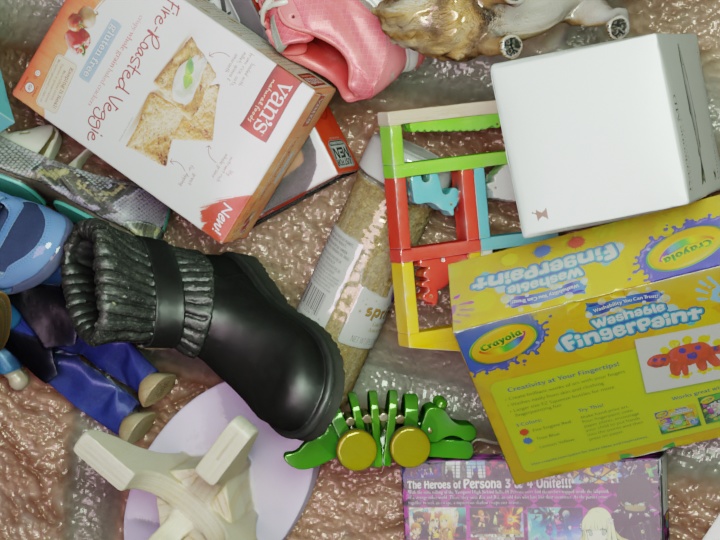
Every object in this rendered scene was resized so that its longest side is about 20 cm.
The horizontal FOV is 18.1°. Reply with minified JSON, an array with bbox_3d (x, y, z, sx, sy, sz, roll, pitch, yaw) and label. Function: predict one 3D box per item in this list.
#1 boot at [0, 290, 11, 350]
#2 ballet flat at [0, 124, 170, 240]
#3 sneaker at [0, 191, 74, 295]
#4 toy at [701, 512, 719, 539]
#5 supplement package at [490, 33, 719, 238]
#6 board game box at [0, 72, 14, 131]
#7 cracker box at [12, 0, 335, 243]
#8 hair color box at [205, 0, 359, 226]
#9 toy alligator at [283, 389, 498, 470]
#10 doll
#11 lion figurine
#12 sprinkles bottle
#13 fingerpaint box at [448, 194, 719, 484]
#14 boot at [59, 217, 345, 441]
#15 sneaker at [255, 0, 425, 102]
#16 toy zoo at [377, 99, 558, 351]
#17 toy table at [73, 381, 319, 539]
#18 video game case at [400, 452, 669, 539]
[{"bbox_3d":[-0.357,0.034,1.756,0.155,0.077,0.200,45,144,8],"label":"boot"},{"bbox_3d":[-0.234,-0.074,1.750,0.200,0.072,0.072,23,101,13],"label":"ballet flat"},{"bbox_3d":[-0.304,-0.037,1.722,0.199,0.082,0.074,11,65,36],"label":"sneaker"},{"bbox_3d":[0.342,0.149,1.605,0.115,0.047,0.200,34,100,14],"label":"toy"},{"bbox_3d":[0.174,-0.096,1.549,0.117,0.200,0.118,-10,93,17],"label":"supplement package"},{"bbox_3d":[-0.355,-0.161,1.730,0.151,0.047,0.201,-30,56,17],"label":"board game box"},{"bbox_3d":[-0.137,-0.130,1.648,0.200,0.058,0.134,34,104,10],"label":"cracker box"},{"bbox_3d":[-0.093,-0.141,1.696,0.101,0.061,0.201,-28,88,16],"label":"hair color box"},{"bbox_3d":[0.041,0.114,1.669,0.199,0.059,0.055,-3,96,-5],"label":"toy alligator"},{"bbox_3d":[-0.238,0.047,1.762,0.200,0.048,0.137,34,115,13],"label":"doll"},{"bbox_3d":[0.116,-0.182,1.553,0.199,0.122,0.073,-6,98,-23],"label":"lion figurine"},{"bbox_3d":[0.000,0.000,1.679,0.068,0.068,0.201,27,103,12],"label":"sprinkles bottle"},{"bbox_3d":[0.179,0.050,1.576,0.199,0.074,0.167,-15,132,11],"label":"fingerpaint box"},{"bbox_3d":[-0.119,0.044,1.629,0.211,0.157,0.080,45,114,47],"label":"boot"},{"bbox_3d":[-0.045,-0.201,1.620,0.200,0.074,0.087,41,60,4],"label":"sneaker"},{"bbox_3d":[0.083,-0.021,1.635,0.131,0.020,0.201,-7,96,-23],"label":"toy zoo"},{"bbox_3d":[-0.122,0.173,1.706,0.183,0.117,0.201,28,104,11],"label":"toy table"},{"bbox_3d":[0.132,0.227,1.679,0.199,0.036,0.182,-3,95,16],"label":"video game case"}]
